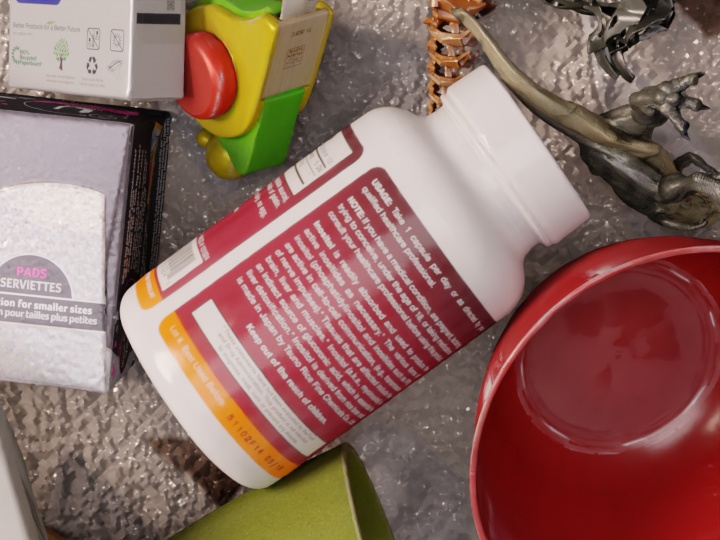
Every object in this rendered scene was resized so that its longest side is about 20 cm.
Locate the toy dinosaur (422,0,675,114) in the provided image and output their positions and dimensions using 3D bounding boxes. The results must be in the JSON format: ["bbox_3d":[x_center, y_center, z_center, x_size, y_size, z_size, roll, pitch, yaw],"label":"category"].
[{"bbox_3d":[0.088,-0.158,0.913,0.135,0.102,0.201,30,125,13],"label":"toy dinosaur"}]

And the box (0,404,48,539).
[{"bbox_3d":[-0.234,0.142,0.829,0.199,0.098,0.125,-19,56,-7],"label":"box"}]

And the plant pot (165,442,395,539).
[{"bbox_3d":[-0.070,0.201,0.905,0.199,0.187,0.188,-19,96,4],"label":"plant pot"}]

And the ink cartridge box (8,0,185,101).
[{"bbox_3d":[-0.125,-0.183,0.909,0.099,0.039,0.201,12,104,44],"label":"ink cartridge box"}]

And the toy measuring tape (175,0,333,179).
[{"bbox_3d":[-0.048,-0.129,0.903,0.073,0.074,0.201,19,128,1],"label":"toy measuring tape"}]

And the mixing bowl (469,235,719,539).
[{"bbox_3d":[0.137,0.062,0.904,0.199,0.108,0.201,-4,113,-8],"label":"mixing bowl"}]

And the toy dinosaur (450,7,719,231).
[{"bbox_3d":[0.128,-0.057,0.869,0.200,0.088,0.048,35,74,-38],"label":"toy dinosaur"}]

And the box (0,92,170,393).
[{"bbox_3d":[-0.202,-0.021,0.923,0.199,0.115,0.133,7,98,3],"label":"box"}]

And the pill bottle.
[{"bbox_3d":[0.000,0.000,0.873,0.200,0.113,0.113,-36,94,5],"label":"pill bottle"}]

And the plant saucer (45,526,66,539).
[{"bbox_3d":[-0.207,0.215,0.995,0.199,0.037,0.201,1,98,4],"label":"plant saucer"}]
